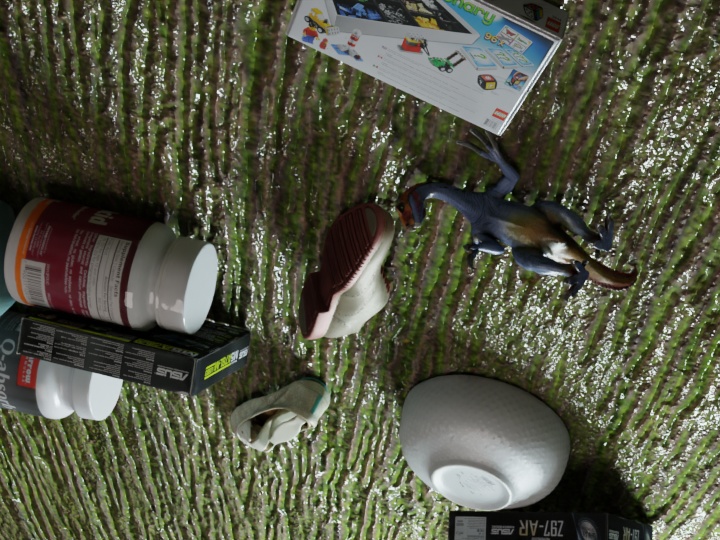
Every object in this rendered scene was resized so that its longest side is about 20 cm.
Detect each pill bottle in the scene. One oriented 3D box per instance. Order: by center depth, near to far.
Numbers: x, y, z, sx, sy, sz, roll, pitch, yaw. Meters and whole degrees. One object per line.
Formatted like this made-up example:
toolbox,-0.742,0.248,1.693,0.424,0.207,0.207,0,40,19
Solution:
pill bottle,-0.257,-0.002,1.364,0.197,0.115,0.115,12,144,11
pill bottle,-0.392,0.113,1.578,0.197,0.117,0.117,10,143,14

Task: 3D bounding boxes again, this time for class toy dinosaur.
toy dinosaur,0.126,-0.029,1.171,0.180,0.106,0.200,20,163,37

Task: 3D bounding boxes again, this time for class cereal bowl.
cereal bowl,0.132,0.208,1.470,0.197,0.084,0.201,14,144,11

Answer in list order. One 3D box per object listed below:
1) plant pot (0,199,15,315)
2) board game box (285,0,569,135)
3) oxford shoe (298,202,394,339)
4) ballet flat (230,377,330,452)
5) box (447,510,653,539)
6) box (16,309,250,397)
plant pot,-0.433,-0.013,1.401,0.133,0.202,0.201,-8,149,-19
board game box,0.049,-0.194,1.035,0.198,0.035,0.127,25,145,-5
oxford shoe,0.000,0.000,1.300,0.074,0.071,0.200,3,148,-23
ballet flat,-0.108,0.183,1.572,0.067,0.063,0.200,33,142,-17
box,0.223,0.310,1.534,0.197,0.044,0.160,-5,163,30
box,-0.238,0.077,1.416,0.197,0.193,0.048,13,101,10
